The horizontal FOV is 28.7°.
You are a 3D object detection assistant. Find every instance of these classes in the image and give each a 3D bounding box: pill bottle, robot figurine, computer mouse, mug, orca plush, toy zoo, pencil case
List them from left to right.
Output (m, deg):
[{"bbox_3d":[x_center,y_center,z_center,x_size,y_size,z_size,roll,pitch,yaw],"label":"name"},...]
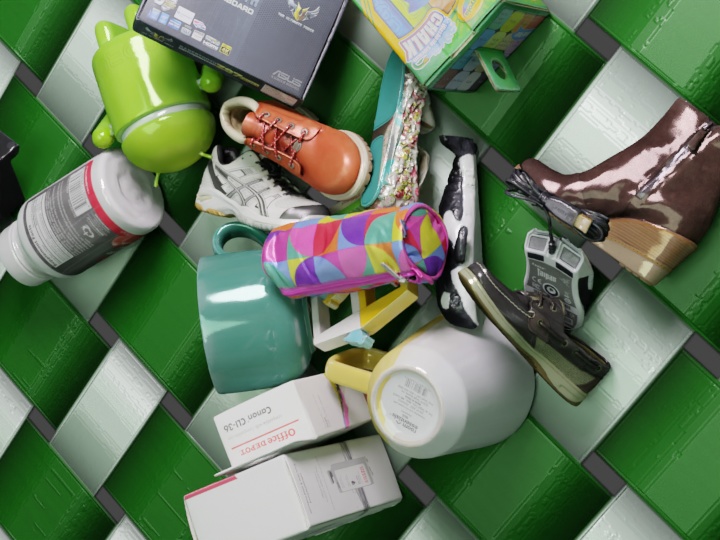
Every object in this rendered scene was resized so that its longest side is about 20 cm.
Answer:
[{"bbox_3d":[-0.343,-0.058,1.699,0.199,0.111,0.111,-27,80,28],"label":"pill bottle"},{"bbox_3d":[-0.239,-0.202,1.625,0.175,0.116,0.201,-25,79,15],"label":"robot figurine"},{"bbox_3d":[-0.112,0.038,1.551,0.114,0.152,0.186,-7,94,2],"label":"mug"},{"bbox_3d":[-0.006,-0.018,1.434,0.199,0.088,0.089,-8,90,38],"label":"pencil case"},{"bbox_3d":[0.000,0.000,1.502,0.131,0.020,0.201,-31,45,28],"label":"toy zoo"},{"bbox_3d":[0.068,0.131,1.455,0.186,0.153,0.150,-23,86,30],"label":"mug"},{"bbox_3d":[0.085,-0.039,1.457,0.071,0.105,0.201,-4,91,15],"label":"orca plush"},{"bbox_3d":[0.196,-0.016,1.390,0.109,0.200,0.044,27,62,24],"label":"computer mouse"}]

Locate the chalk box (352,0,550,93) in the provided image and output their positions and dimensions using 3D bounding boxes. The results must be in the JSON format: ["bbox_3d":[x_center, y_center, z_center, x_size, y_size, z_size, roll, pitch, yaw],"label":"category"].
[{"bbox_3d":[0.098,-0.264,1.430,0.124,0.124,0.200,-46,73,24],"label":"chalk box"}]

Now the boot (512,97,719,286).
[{"bbox_3d":[0.268,-0.100,1.392,0.200,0.072,0.167,37,98,23],"label":"boot"}]

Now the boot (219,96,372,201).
[{"bbox_3d":[-0.072,-0.133,1.507,0.200,0.107,0.075,33,106,46],"label":"boot"}]

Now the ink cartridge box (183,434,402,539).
[{"bbox_3d":[-0.070,0.247,1.518,0.146,0.200,0.083,-26,77,28],"label":"ink cartridge box"}]

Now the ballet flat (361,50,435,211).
[{"bbox_3d":[0.046,-0.141,1.494,0.076,0.064,0.201,-22,54,61],"label":"ballet flat"}]

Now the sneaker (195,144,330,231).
[{"bbox_3d":[-0.109,-0.093,1.573,0.199,0.075,0.088,17,96,39],"label":"sneaker"}]

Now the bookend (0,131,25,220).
[{"bbox_3d":[-0.517,-0.063,1.793,0.092,0.199,0.200,35,65,22],"label":"bookend"}]

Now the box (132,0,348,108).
[{"bbox_3d":[-0.122,-0.288,1.505,0.199,0.051,0.158,26,78,-11],"label":"box"}]

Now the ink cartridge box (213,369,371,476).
[{"bbox_3d":[-0.073,0.160,1.512,0.116,0.200,0.068,-27,81,28],"label":"ink cartridge box"}]

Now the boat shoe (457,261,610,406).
[{"bbox_3d":[0.176,0.052,1.402,0.066,0.072,0.201,-42,115,5],"label":"boat shoe"}]
